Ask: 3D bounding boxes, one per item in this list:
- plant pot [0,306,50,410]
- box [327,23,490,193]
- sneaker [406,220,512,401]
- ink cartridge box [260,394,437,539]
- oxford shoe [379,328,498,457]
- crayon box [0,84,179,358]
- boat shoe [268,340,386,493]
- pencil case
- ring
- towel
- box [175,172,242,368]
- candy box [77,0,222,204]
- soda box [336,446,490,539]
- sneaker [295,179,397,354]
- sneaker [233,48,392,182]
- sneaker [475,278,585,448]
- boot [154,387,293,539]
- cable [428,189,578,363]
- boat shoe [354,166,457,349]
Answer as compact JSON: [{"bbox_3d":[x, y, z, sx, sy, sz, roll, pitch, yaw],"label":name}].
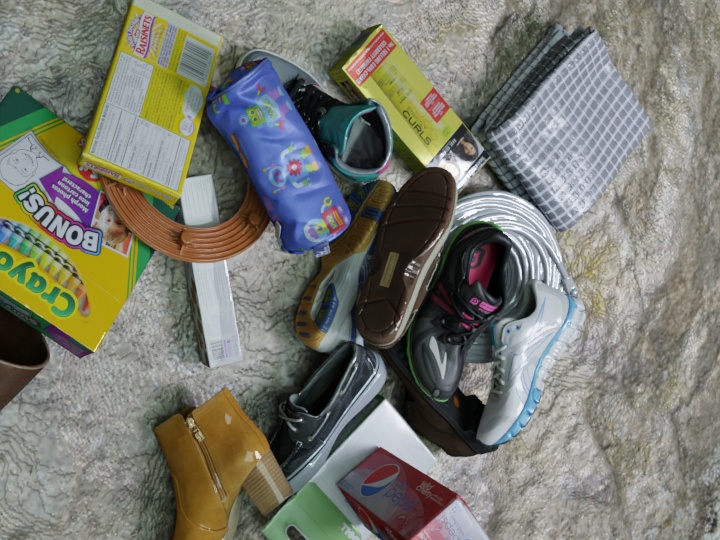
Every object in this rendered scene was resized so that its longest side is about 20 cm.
[{"bbox_3d":[-0.416,0.106,0.922,0.186,0.187,0.201,37,94,-21],"label":"plant pot"},{"bbox_3d":[0.057,-0.177,1.151,0.075,0.050,0.200,-46,109,-12],"label":"box"},{"bbox_3d":[0.108,0.041,1.094,0.076,0.084,0.204,19,86,-20],"label":"sneaker"},{"bbox_3d":[-0.019,0.245,1.150,0.200,0.059,0.104,-45,109,-13],"label":"ink cartridge box"},{"bbox_3d":[0.073,0.148,1.165,0.201,0.084,0.073,53,33,-21],"label":"oxford shoe"},{"bbox_3d":[-0.301,-0.044,0.980,0.199,0.058,0.175,37,61,-21],"label":"crayon box"},{"bbox_3d":[-0.058,0.157,1.106,0.201,0.072,0.071,-52,130,-4],"label":"boat shoe"},{"bbox_3d":[-0.084,-0.109,1.031,0.086,0.078,0.202,-33,104,-21],"label":"pencil case"},{"bbox_3d":[-0.170,-0.107,1.035,0.197,0.019,0.204,13,65,-29],"label":"ring"},{"bbox_3d":[0.245,-0.172,1.213,0.166,0.085,0.201,45,77,-20],"label":"towel"},{"bbox_3d":[-0.163,0.000,1.079,0.041,0.039,0.204,-13,99,-23],"label":"box"},{"bbox_3d":[-0.204,-0.172,1.009,0.101,0.026,0.203,22,60,-21],"label":"candy box"},{"bbox_3d":[0.048,0.246,1.036,0.070,0.199,0.064,-37,106,-15],"label":"soda box"},{"bbox_3d":[0.000,0.000,1.141,0.087,0.075,0.203,27,87,-38],"label":"sneaker"},{"bbox_3d":[-0.040,-0.162,1.073,0.199,0.120,0.084,37,81,-21],"label":"sneaker"},{"bbox_3d":[0.170,0.100,1.146,0.086,0.075,0.202,33,77,-16],"label":"sneaker"},{"bbox_3d":[-0.180,0.230,1.082,0.200,0.071,0.145,-39,85,9],"label":"boot"},{"bbox_3d":[0.145,0.006,1.191,0.197,0.069,0.203,-25,106,-16],"label":"cable"},{"bbox_3d":[0.050,-0.012,1.098,0.074,0.075,0.205,22,77,20],"label":"boat shoe"}]
